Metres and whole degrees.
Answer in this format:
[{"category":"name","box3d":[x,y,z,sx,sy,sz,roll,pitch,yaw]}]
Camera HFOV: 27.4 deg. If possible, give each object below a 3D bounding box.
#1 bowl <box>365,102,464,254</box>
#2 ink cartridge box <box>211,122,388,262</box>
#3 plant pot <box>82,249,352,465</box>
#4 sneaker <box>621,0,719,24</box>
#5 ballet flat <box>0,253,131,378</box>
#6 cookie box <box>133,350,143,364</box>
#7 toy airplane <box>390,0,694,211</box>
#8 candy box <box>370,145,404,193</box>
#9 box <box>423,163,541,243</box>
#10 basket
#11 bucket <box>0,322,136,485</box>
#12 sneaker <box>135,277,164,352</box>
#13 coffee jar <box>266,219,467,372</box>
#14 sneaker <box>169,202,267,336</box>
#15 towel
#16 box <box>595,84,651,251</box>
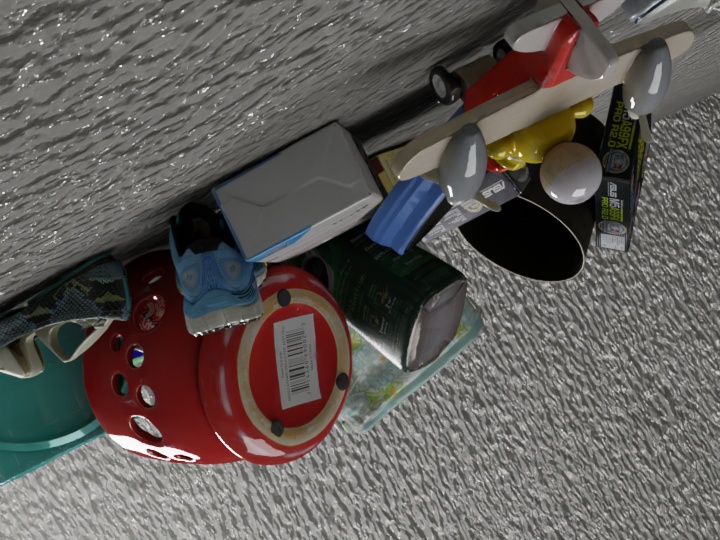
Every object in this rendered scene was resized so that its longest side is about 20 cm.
[{"category":"bowl","box3d":[0.084,-0.096,1.287,0.201,0.039,0.201,-49,176,-5]},{"category":"ink cartridge box","box3d":[-0.043,-0.061,1.240,0.115,0.068,0.200,-27,177,5]},{"category":"plant pot","box3d":[-0.124,0.081,1.345,0.182,0.201,0.200,2,-161,45]},{"category":"sneaker","box3d":[0.305,-0.233,1.178,0.199,0.071,0.073,-26,178,-11]},{"category":"ballet flat","box3d":[-0.279,0.055,1.273,0.200,0.074,0.074,-27,178,25]},{"category":"cookie box","box3d":[-0.342,0.107,1.667,0.199,0.075,0.171,-26,179,10]},{"category":"toy airplane","box3d":[0.136,-0.117,1.049,0.200,0.142,0.199,-27,177,23]},{"category":"candy box","box3d":[0.054,-0.101,1.591,0.115,0.055,0.200,-28,178,43]},{"category":"box","box3d":[0.140,-0.115,1.752,0.200,0.049,0.161,-28,-164,45]},{"category":"basket","box3d":[0.238,-0.108,1.896,0.200,0.180,0.136,-57,167,-38]},{"category":"bucket","box3d":[-0.321,0.122,1.465,0.207,0.135,0.207,-27,178,-1]},{"category":"sneaker","box3d":[-0.166,0.011,1.541,0.108,0.067,0.201,-42,180,27]},{"category":"coffee jar","box3d":[0.000,0.000,1.379,0.085,0.200,0.105,-32,146,-38]},{"category":"sneaker","box3d":[-0.119,-0.019,1.216,0.078,0.090,0.200,-15,-162,-7]},{"category":"towel","box3d":[0.013,0.062,1.569,0.200,0.171,0.048,-41,-151,-3]},{"category":"box","box3d":[0.326,-0.137,1.831,0.044,0.161,0.200,11,158,14]}]
